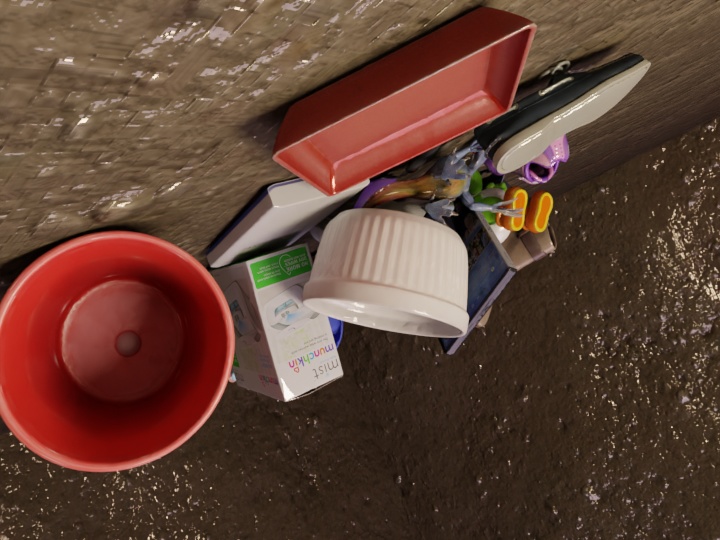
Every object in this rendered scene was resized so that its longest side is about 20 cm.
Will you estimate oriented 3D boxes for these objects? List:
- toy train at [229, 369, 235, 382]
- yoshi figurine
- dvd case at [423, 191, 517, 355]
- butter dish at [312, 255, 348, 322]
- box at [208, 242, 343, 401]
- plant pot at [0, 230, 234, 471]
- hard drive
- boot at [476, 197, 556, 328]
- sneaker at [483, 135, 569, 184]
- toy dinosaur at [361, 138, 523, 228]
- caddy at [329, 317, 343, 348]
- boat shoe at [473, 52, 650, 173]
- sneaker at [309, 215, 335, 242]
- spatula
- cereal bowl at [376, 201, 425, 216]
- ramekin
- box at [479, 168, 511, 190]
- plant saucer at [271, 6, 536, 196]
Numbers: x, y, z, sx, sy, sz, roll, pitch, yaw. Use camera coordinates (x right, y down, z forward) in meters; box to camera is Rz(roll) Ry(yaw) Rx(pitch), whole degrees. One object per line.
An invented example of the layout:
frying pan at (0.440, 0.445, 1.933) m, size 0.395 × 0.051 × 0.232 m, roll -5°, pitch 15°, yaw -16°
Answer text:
toy train at (-0.264, 0.130, 1.000) m, size 0.146 × 0.201 × 0.057 m, roll -13°, pitch 129°, yaw -23°
yoshi figurine at (0.178, -0.111, 0.872) m, size 0.112 × 0.114 × 0.198 m, roll -42°, pitch -152°, yaw -21°
dvd case at (0.119, -0.013, 0.778) m, size 0.017 × 0.203 × 0.144 m, roll 13°, pitch 125°, yaw -27°
butter dish at (-0.038, 0.033, 1.243) m, size 0.197 × 0.152 × 0.197 m, roll -17°, pitch 172°, yaw -47°
box at (-0.123, 0.068, 0.822) m, size 0.095 × 0.182 × 0.198 m, roll -18°, pitch -174°, yaw -29°
plant pot at (-0.231, 0.072, 0.581) m, size 0.196 × 0.206 × 0.177 m, roll -21°, pitch -177°, yaw -21°
hard drive at (-0.092, -0.060, 0.705) m, size 0.130 × 0.026 × 0.199 m, roll -20°, pitch 174°, yaw -37°
boot at (0.235, -0.021, 0.939) m, size 0.143 × 0.206 × 0.070 m, roll -17°, pitch 150°, yaw 34°
sneaker at (0.229, -0.158, 0.829) m, size 0.079 × 0.091 × 0.200 m, roll -23°, pitch 176°, yaw -9°
toy dinosaur at (0.111, -0.127, 0.731) m, size 0.193 × 0.108 × 0.182 m, roll 7°, pitch -159°, yaw 6°
caddy at (-0.119, 0.069, 0.991) m, size 0.144 × 0.198 × 0.104 m, roll -60°, pitch 158°, yaw 18°
boat shoe at (0.215, -0.180, 0.643) m, size 0.197 × 0.063 × 0.075 m, roll -33°, pitch 158°, yaw 4°
sneaker at (0.000, 0.000, 0.843) m, size 0.080 × 0.198 × 0.071 m, roll -46°, pitch -163°, yaw 25°
spatula at (0.052, -0.123, 0.742) m, size 0.055 × 0.021 × 0.199 m, roll -19°, pitch 172°, yaw -34°
cereal bowl at (0.027, -0.056, 0.970) m, size 0.195 × 0.086 × 0.200 m, roll -23°, pitch 175°, yaw -2°
ramekin at (0.035, 0.005, 0.698) m, size 0.193 × 0.109 × 0.200 m, roll 10°, pitch 169°, yaw 2°
box at (0.176, -0.077, 0.973) m, size 0.120 × 0.032 × 0.204 m, roll -7°, pitch -128°, yaw 61°
plant saucer at (0.034, -0.131, 0.489) m, size 0.195 × 0.038 × 0.200 m, roll -25°, pitch 176°, yaw 8°
